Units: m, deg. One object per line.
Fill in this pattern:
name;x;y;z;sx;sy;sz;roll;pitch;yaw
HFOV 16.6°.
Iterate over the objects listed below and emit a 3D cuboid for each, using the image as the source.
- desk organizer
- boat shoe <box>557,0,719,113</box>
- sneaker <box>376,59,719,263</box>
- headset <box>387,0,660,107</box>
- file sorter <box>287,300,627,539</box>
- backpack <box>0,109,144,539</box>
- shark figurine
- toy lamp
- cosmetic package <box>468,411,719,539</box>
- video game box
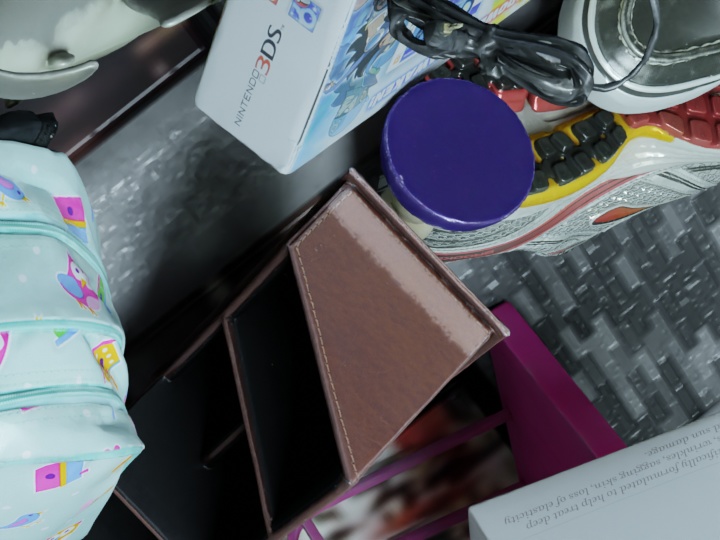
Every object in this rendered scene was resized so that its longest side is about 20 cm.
desk organizer;-0.038;0.051;0.827;0.077;0.072;0.200;-45;-179;-31
boat shoe;0.156;-0.127;0.880;0.200;0.064;0.071;-37;96;-17
sneaker;0.088;-0.053;0.926;0.199;0.078;0.082;-13;156;-29
headset;0.081;-0.142;0.679;0.201;0.094;0.123;-68;158;-3
file sorter;0.054;0.147;1.001;0.125;0.139;0.200;-25;134;-11
backpack;-0.139;0.033;0.756;0.166;0.127;0.200;-16;165;-26
shark figurine;-0.100;-0.098;0.745;0.128;0.090;0.214;-22;-173;35
toy lamp;0.000;0.000;0.854;0.058;0.058;0.200;-10;161;-26
cosmetic package;0.108;0.158;0.891;0.112;0.081;0.201;-18;131;-14
video game box;0.045;-0.143;0.748;0.200;0.047;0.183;-38;158;-43
